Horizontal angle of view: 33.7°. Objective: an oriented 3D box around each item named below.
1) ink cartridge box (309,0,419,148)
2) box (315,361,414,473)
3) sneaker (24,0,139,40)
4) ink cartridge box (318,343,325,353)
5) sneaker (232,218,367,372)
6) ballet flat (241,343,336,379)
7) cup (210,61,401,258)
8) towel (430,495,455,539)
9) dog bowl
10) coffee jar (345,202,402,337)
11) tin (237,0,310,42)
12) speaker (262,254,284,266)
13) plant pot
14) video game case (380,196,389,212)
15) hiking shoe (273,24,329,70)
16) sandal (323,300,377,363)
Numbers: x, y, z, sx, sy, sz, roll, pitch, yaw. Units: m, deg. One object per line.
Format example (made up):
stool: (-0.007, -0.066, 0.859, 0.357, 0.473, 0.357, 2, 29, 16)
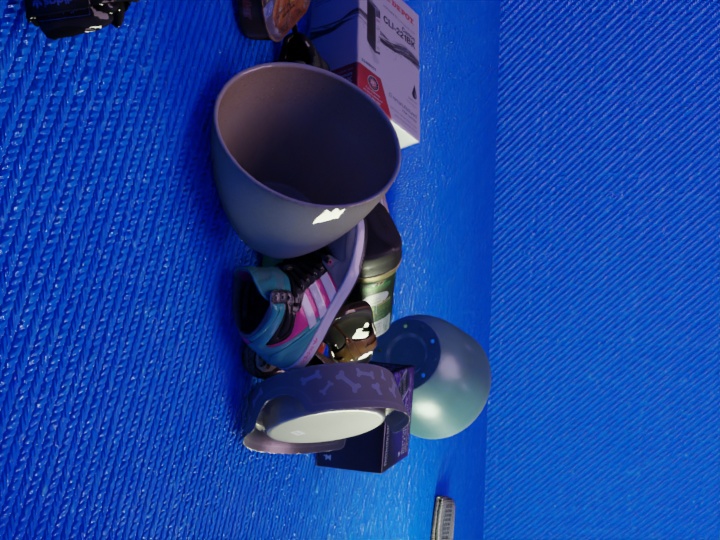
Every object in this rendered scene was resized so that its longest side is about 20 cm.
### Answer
ink cartridge box: (0.006, -0.270, 1.532, 0.144, 0.083, 0.202, 30, 52, -48)
box: (0.010, 0.217, 1.798, 0.200, 0.103, 0.150, -2, 97, -77)
sneaker: (-0.209, -0.221, 0.815, 0.200, 0.076, 0.113, -1, 86, -83)
ink cartridge box: (-0.073, 0.079, 1.526, 0.110, 0.050, 0.202, -72, 160, -46)
sneaker: (-0.078, 0.007, 1.321, 0.120, 0.083, 0.202, 26, 90, -44)
ballet flat: (-0.073, 0.119, 1.433, 0.068, 0.046, 0.200, -57, 144, -2)
cup: (-0.072, -0.096, 1.249, 0.144, 0.198, 0.202, 116, -6, -46)
towel: (0.199, 0.644, 2.852, 0.193, 0.034, 0.203, 47, 49, -72)
dog bowl: (-0.043, 0.162, 1.395, 0.200, 0.197, 0.059, 60, 20, -67)
coffee jar: (0.000, 0.000, 1.531, 0.201, 0.084, 0.105, 97, -28, -55)
tin: (-0.096, -0.332, 1.342, 0.200, 0.041, 0.113, -64, 158, -58)
speaker: (-0.065, -0.086, 1.440, 0.089, 0.087, 0.202, 62, 34, -65)
plant pot: (0.105, 0.167, 2.009, 0.161, 0.198, 0.203, 43, 51, -59)
video game case: (0.008, -0.163, 1.674, 0.200, 0.023, 0.184, 18, 59, -87)
hiking shoe: (-0.084, -0.194, 1.386, 0.101, 0.075, 0.202, 58, 28, -54)
sandal: (-0.014, 0.095, 1.498, 0.201, 0.081, 0.055, 82, -16, -63)
